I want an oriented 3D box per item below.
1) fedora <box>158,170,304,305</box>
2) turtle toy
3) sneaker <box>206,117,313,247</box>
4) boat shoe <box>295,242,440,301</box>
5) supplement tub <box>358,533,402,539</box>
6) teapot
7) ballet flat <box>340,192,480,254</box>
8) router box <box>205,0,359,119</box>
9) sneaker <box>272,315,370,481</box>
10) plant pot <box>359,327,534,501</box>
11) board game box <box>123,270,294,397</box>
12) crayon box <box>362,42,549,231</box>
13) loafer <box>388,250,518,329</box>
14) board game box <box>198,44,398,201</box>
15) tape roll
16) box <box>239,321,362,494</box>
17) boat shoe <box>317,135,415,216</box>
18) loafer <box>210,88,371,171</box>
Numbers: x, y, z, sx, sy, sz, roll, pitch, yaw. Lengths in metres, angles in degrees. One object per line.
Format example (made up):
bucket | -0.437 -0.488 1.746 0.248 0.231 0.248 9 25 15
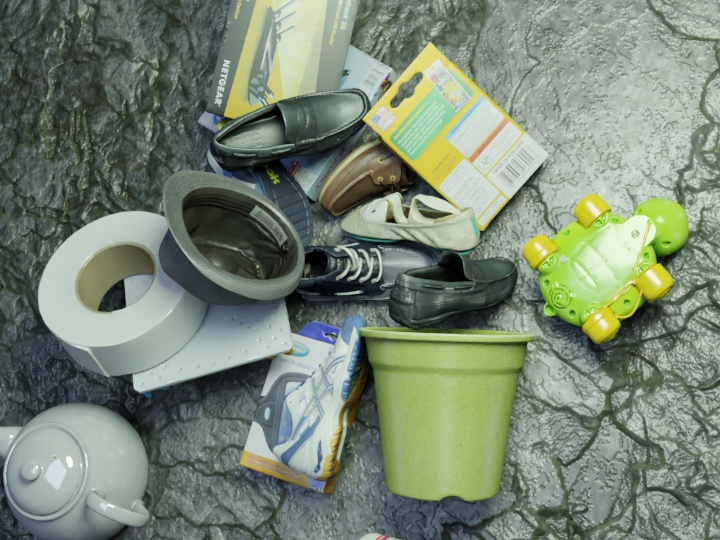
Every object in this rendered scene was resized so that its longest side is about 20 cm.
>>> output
fedora | -0.164 -0.023 1.237 0.090 0.199 0.178 -44 56 35
turtle toy | 0.291 -0.011 1.213 0.200 0.101 0.146 -39 71 5
sneaker | -0.132 -0.100 1.360 0.082 0.074 0.201 -43 73 41
boat shoe | 0.000 0.000 1.305 0.199 0.093 0.075 -10 77 16
supplement tub | 0.080 0.379 1.166 0.199 0.140 0.141 9 80 19
teapot | -0.373 0.257 1.334 0.199 0.146 0.198 -22 72 10
ballet flat | 0.060 -0.067 1.299 0.199 0.067 0.063 10 122 33
router box | -0.095 -0.276 1.323 0.156 0.052 0.201 13 96 -5
sneaker | -0.048 0.144 1.256 0.088 0.075 0.201 14 81 19
plant pot | 0.096 0.161 1.202 0.199 0.200 0.185 1 89 17
board game box | -0.193 0.048 1.326 0.199 0.026 0.201 -16 54 2
crayon box | 0.114 -0.162 1.286 0.200 0.052 0.126 42 92 -8
loafer | 0.114 0.011 1.222 0.068 0.200 0.071 27 121 41
board game box | -0.085 -0.227 1.414 0.199 0.041 0.200 35 89 21
tape roll | -0.291 0.027 1.303 0.201 0.071 0.203 -6 55 8
box | -0.064 0.164 1.317 0.118 0.041 0.201 14 84 20
boat shoe | 0.036 -0.131 1.337 0.200 0.072 0.068 -36 68 4
loafer | -0.082 -0.171 1.263 0.200 0.070 0.068 -19 79 -4
